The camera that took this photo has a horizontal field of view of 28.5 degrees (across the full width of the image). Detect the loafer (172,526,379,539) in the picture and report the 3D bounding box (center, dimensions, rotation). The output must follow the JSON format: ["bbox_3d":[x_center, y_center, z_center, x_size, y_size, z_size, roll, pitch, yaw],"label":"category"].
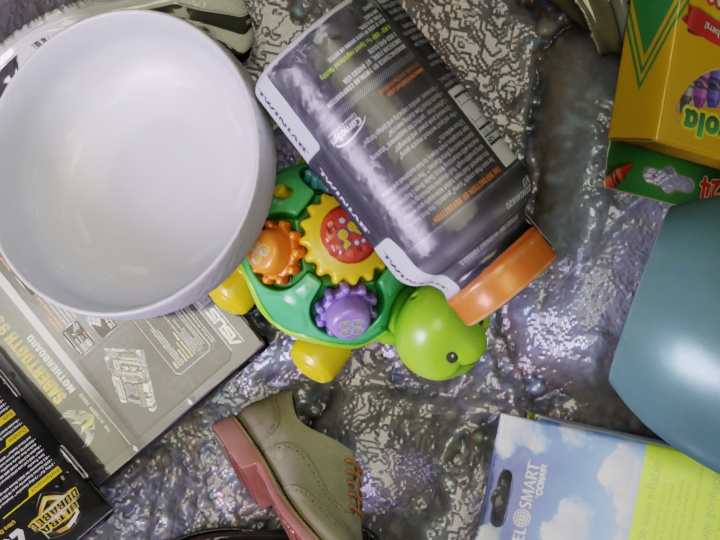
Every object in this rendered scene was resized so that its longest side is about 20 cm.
[{"bbox_3d":[-0.081,0.217,0.997,0.198,0.063,0.073,-11,89,0],"label":"loafer"}]

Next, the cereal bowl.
[{"bbox_3d":[-0.143,-0.065,0.932,0.198,0.083,0.202,-2,84,18],"label":"cereal bowl"}]

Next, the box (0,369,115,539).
[{"bbox_3d":[-0.289,0.164,0.939,0.200,0.049,0.160,-40,86,-22],"label":"box"}]

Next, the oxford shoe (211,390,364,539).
[{"bbox_3d":[-0.024,0.153,0.959,0.074,0.071,0.200,-33,56,-15],"label":"oxford shoe"}]

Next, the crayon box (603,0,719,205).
[{"bbox_3d":[0.241,-0.144,0.978,0.126,0.051,0.202,9,90,-34],"label":"crayon box"}]

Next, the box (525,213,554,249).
[{"bbox_3d":[0.050,-0.079,0.977,0.035,0.110,0.200,-40,90,0],"label":"box"}]

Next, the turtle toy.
[{"bbox_3d":[0.000,0.000,0.962,0.199,0.101,0.146,39,71,-4],"label":"turtle toy"}]

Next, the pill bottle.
[{"bbox_3d":[0.034,-0.065,0.869,0.106,0.106,0.201,-38,90,0],"label":"pill bottle"}]

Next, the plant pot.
[{"bbox_3d":[0.258,0.043,0.937,0.160,0.200,0.202,19,89,13],"label":"plant pot"}]

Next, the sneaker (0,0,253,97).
[{"bbox_3d":[-0.169,-0.148,0.997,0.198,0.076,0.088,-25,89,1],"label":"sneaker"}]

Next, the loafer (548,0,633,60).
[{"bbox_3d":[0.128,-0.229,1.004,0.069,0.075,0.201,-32,86,13],"label":"loafer"}]

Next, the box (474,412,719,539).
[{"bbox_3d":[0.182,0.176,1.002,0.198,0.048,0.123,12,89,1],"label":"box"}]

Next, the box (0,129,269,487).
[{"bbox_3d":[-0.186,0.026,1.008,0.158,0.048,0.200,-40,89,0],"label":"box"}]
